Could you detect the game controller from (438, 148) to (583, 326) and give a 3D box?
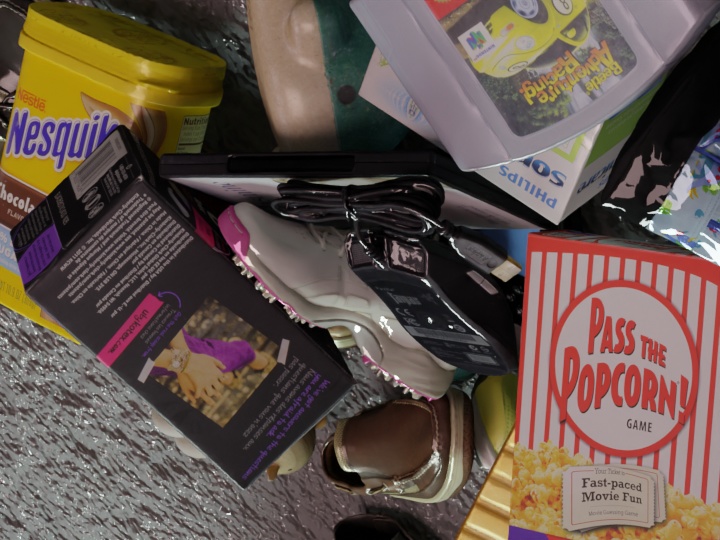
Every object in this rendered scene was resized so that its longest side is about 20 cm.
[{"bbox_3d":[0.092,-0.048,1.652,0.104,0.042,0.201,17,132,33],"label":"game controller"}]

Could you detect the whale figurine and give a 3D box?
[{"bbox_3d":[-0.017,-0.161,1.619,0.159,0.103,0.201,-125,26,-81],"label":"whale figurine"}]

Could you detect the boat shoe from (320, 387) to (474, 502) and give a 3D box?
[{"bbox_3d":[0.019,0.122,1.785,0.202,0.075,0.075,137,132,-71],"label":"boat shoe"}]

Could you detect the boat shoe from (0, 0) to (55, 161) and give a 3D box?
[{"bbox_3d":[-0.251,-0.115,1.900,0.072,0.066,0.201,35,141,16],"label":"boat shoe"}]

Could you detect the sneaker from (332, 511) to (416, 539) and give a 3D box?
[{"bbox_3d":[0.059,0.246,1.912,0.200,0.075,0.107,13,134,38],"label":"sneaker"}]

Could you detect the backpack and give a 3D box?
[{"bbox_3d":[0.253,-0.049,1.413,0.200,0.163,0.154,40,128,-1],"label":"backpack"}]

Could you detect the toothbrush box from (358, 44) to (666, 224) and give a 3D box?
[{"bbox_3d":[0.104,-0.153,1.484,0.145,0.086,0.200,35,130,16],"label":"toothbrush box"}]

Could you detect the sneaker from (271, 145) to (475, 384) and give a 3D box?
[{"bbox_3d":[0.020,-0.014,1.726,0.200,0.071,0.080,50,146,-2],"label":"sneaker"}]

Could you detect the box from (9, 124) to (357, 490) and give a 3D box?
[{"bbox_3d":[-0.113,0.022,1.688,0.200,0.106,0.122,45,-174,-23],"label":"box"}]

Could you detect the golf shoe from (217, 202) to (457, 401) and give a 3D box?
[{"bbox_3d":[0.000,0.000,1.654,0.200,0.092,0.075,33,-164,-33],"label":"golf shoe"}]

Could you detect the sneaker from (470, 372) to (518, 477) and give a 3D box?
[{"bbox_3d":[0.153,0.137,1.742,0.090,0.078,0.200,-40,90,32],"label":"sneaker"}]

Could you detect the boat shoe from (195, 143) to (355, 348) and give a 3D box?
[{"bbox_3d":[-0.071,-0.021,1.805,0.200,0.074,0.066,33,146,18],"label":"boat shoe"}]

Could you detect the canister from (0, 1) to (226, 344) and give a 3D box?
[{"bbox_3d":[-0.178,-0.063,1.786,0.148,0.086,0.201,24,108,34],"label":"canister"}]

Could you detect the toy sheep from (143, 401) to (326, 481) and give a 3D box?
[{"bbox_3d":[-0.099,0.066,1.865,0.138,0.138,0.200,-14,124,49],"label":"toy sheep"}]

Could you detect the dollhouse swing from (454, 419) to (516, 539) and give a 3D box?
[{"bbox_3d":[0.167,0.192,1.630,0.175,0.182,0.200,19,116,-14],"label":"dollhouse swing"}]

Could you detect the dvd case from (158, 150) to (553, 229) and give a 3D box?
[{"bbox_3d":[-0.003,-0.048,1.603,0.199,0.143,0.018,2,79,35],"label":"dvd case"}]

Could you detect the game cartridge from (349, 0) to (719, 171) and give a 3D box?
[{"bbox_3d":[0.096,-0.137,1.419,0.200,0.041,0.133,-33,97,41],"label":"game cartridge"}]

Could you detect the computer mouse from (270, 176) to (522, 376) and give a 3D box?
[{"bbox_3d":[0.054,-0.004,1.560,0.140,0.046,0.200,2,148,47],"label":"computer mouse"}]

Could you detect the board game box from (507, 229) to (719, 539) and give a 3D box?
[{"bbox_3d":[0.165,0.083,1.567,0.151,0.046,0.201,8,98,38],"label":"board game box"}]
